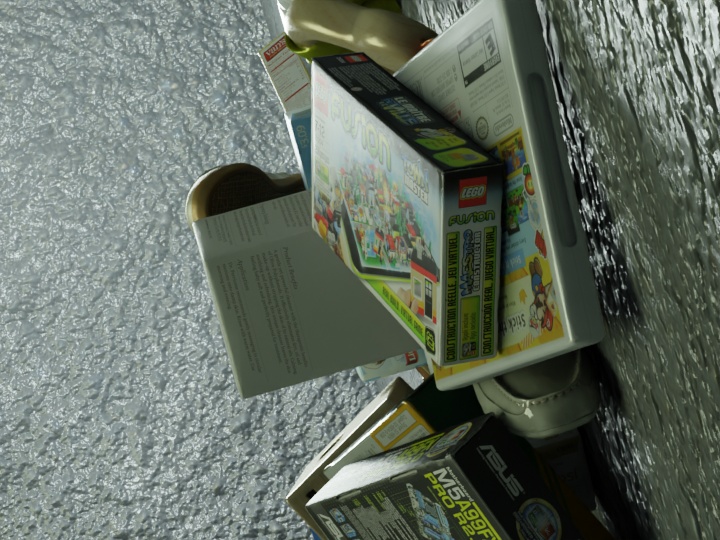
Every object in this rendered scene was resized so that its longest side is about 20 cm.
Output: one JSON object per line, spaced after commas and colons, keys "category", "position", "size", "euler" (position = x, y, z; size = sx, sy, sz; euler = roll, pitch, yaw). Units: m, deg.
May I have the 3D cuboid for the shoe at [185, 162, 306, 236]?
{"category": "shoe", "position": [-0.082, -0.040, 1.394], "size": [0.200, 0.053, 0.070], "euler": [-4, -92, -68]}

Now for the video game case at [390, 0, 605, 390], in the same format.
{"category": "video game case", "position": [0.065, -0.037, 1.032], "size": [0.200, 0.023, 0.183], "euler": [151, 110, -70]}

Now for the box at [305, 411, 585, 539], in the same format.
{"category": "box", "position": [0.076, 0.189, 1.130], "size": [0.200, 0.044, 0.160], "euler": [54, 143, -6]}

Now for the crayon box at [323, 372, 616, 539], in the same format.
{"category": "crayon box", "position": [0.081, 0.163, 1.183], "size": [0.200, 0.052, 0.126], "euler": [49, 144, 3]}

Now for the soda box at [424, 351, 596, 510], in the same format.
{"category": "soda box", "position": [0.094, 0.091, 1.296], "size": [0.200, 0.068, 0.064], "euler": [-112, 6, -60]}

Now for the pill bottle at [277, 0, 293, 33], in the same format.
{"category": "pill bottle", "position": [-0.035, -0.261, 1.338], "size": [0.112, 0.111, 0.201], "euler": [-112, 6, -56]}

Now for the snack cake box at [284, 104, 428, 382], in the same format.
{"category": "snack cake box", "position": [0.026, -0.033, 1.408], "size": [0.067, 0.115, 0.201], "euler": [-121, 15, -78]}

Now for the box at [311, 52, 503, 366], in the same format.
{"category": "box", "position": [0.021, -0.039, 1.067], "size": [0.200, 0.035, 0.110], "euler": [-133, 39, -59]}

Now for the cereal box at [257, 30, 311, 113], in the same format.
{"category": "cereal box", "position": [-0.003, -0.095, 1.615], "size": [0.144, 0.039, 0.200], "euler": [33, -155, -50]}

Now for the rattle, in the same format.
{"category": "rattle", "position": [0.044, -0.172, 1.211], "size": [0.130, 0.143, 0.200], "euler": [42, 169, -17]}

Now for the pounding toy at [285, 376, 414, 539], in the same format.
{"category": "pounding toy", "position": [0.040, 0.194, 1.384], "size": [0.184, 0.142, 0.200], "euler": [46, -176, 1]}

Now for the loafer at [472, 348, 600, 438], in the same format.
{"category": "loafer", "position": [0.089, 0.035, 1.128], "size": [0.200, 0.070, 0.070], "euler": [-120, 11, -67]}

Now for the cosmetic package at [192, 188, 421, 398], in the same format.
{"category": "cosmetic package", "position": [0.000, 0.000, 1.283], "size": [0.085, 0.199, 0.108], "euler": [-118, 14, -68]}

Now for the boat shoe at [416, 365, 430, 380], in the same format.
{"category": "boat shoe", "position": [0.079, 0.085, 1.463], "size": [0.200, 0.072, 0.068], "euler": [-114, 10, -65]}
